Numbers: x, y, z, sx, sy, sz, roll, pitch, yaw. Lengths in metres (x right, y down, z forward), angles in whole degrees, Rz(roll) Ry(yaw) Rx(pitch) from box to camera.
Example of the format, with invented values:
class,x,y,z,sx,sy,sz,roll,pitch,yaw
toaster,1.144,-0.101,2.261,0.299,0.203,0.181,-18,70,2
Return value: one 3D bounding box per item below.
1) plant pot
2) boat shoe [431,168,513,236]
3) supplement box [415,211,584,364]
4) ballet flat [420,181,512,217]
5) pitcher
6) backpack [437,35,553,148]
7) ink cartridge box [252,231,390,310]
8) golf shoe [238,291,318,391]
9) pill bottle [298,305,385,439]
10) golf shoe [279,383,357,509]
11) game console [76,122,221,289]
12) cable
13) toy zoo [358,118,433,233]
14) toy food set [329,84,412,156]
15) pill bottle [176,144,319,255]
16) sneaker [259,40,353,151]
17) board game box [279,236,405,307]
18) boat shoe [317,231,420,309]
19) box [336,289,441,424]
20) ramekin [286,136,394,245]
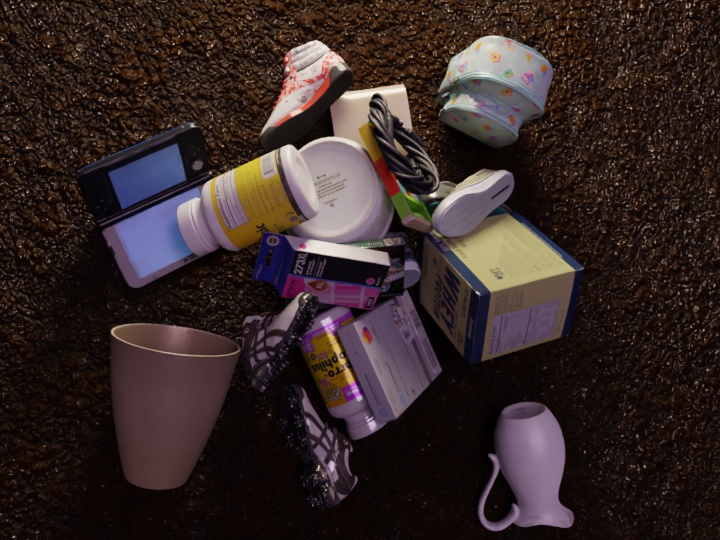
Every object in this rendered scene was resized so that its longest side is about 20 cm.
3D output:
class,x,y,z,sx,sy,sz,roll,pitch,yaw
plant pot,-0.281,0.198,0.941,0.182,0.187,0.206,10,93,-16
boat shoe,0.182,-0.116,1.109,0.198,0.061,0.074,-30,124,-33
supplement box,0.224,0.022,1.091,0.195,0.201,0.137,-12,126,-19
ballet flat,0.194,-0.128,1.191,0.195,0.068,0.065,7,56,-24
pitcher,0.275,0.346,1.134,0.166,0.121,0.206,-11,97,-4
backpack,0.240,-0.317,1.162,0.172,0.199,0.157,24,76,-14
ink cartridge box,-0.060,0.003,0.984,0.194,0.096,0.038,10,39,-15
golf shoe,-0.137,0.093,0.986,0.094,0.201,0.077,43,31,11
pill bottle,-0.026,0.163,1.056,0.102,0.104,0.204,-26,91,-20
golf shoe,-0.066,0.273,1.053,0.093,0.077,0.205,-17,90,-37
game console,-0.301,-0.097,0.998,0.197,0.172,0.119,-29,65,-20
cable,0.067,-0.199,1.030,0.050,0.202,0.164,-29,116,18
toy zoo,0.054,-0.159,1.051,0.020,0.131,0.204,-29,78,18
toy food set,0.021,-0.225,1.158,0.139,0.060,0.206,-8,83,-7
pill bottle,-0.168,-0.097,0.971,0.195,0.111,0.114,-21,88,11
sneaker,-0.114,-0.303,1.119,0.201,0.067,0.108,-42,67,0
board game box,-0.027,0.004,1.027,0.194,0.107,0.024,-5,41,-6
boat shoe,0.000,0.000,1.114,0.195,0.072,0.093,-15,53,-3
box,0.054,0.133,1.060,0.199,0.041,0.159,-27,93,-60
ramekin,-0.043,-0.118,1.056,0.196,0.094,0.209,-1,81,8
